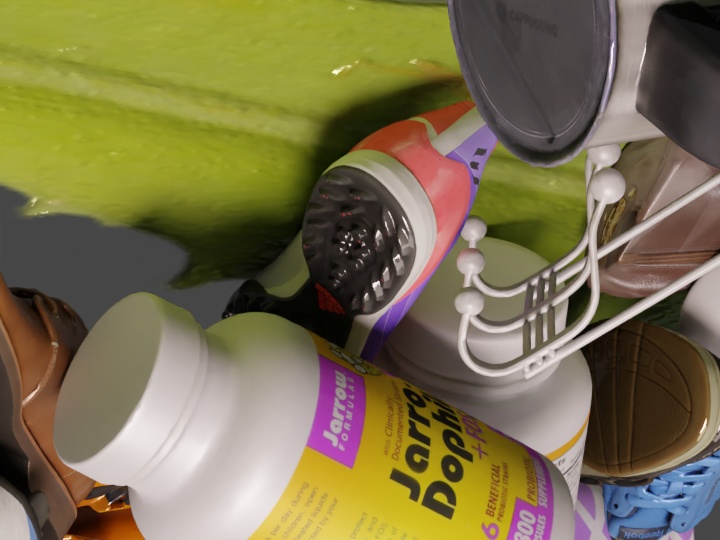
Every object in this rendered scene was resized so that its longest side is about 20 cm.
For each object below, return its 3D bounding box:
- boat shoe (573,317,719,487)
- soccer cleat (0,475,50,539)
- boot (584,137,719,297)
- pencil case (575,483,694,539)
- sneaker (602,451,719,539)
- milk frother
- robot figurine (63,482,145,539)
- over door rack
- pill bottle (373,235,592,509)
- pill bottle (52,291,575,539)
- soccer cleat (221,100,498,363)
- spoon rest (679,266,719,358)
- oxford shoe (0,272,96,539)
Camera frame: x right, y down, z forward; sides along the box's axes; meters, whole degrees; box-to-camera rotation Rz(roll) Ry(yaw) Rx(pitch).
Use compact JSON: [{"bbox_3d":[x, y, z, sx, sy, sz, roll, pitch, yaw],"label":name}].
[{"bbox_3d":[0.122,0.062,1.376,0.065,0.074,0.200,6,174,-26],"label":"boat shoe"},{"bbox_3d":[-0.175,0.152,1.224,0.086,0.070,0.200,-50,162,-33],"label":"soccer cleat"},{"bbox_3d":[0.167,0.002,1.370,0.199,0.064,0.187,-8,138,-35],"label":"boot"},{"bbox_3d":[0.084,0.148,1.567,0.200,0.084,0.085,0,175,-38],"label":"pencil case"},{"bbox_3d":[0.158,0.094,1.468,0.066,0.079,0.200,22,163,0],"label":"sneaker"},{"bbox_3d":[0.151,-0.140,1.040,0.188,0.180,0.201,-11,108,-26],"label":"milk frother"},{"bbox_3d":[-0.119,0.108,1.337,0.199,0.058,0.145,-9,148,-29],"label":"robot figurine"},{"bbox_3d":[0.128,-0.031,1.154,0.199,0.067,0.148,-20,-169,8],"label":"over door rack"},{"bbox_3d":[0.043,0.087,1.332,0.109,0.109,0.201,-12,129,-23],"label":"pill bottle"},{"bbox_3d":[-0.019,0.083,1.183,0.200,0.104,0.104,28,128,-28],"label":"pill bottle"},{"bbox_3d":[0.000,0.000,1.234,0.073,0.068,0.200,-39,170,-32],"label":"soccer cleat"},{"bbox_3d":[0.238,0.003,1.339,0.199,0.061,0.100,-9,142,-4],"label":"spoon rest"},{"bbox_3d":[-0.142,0.028,1.181,0.071,0.071,0.200,-55,155,-24],"label":"oxford shoe"}]
